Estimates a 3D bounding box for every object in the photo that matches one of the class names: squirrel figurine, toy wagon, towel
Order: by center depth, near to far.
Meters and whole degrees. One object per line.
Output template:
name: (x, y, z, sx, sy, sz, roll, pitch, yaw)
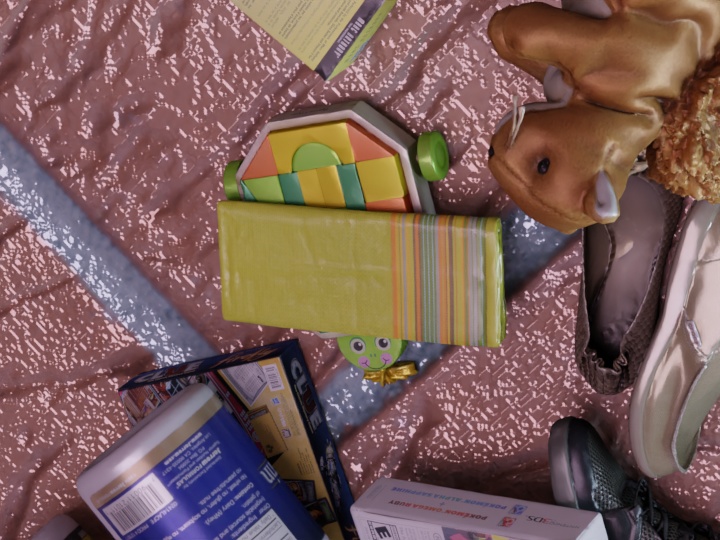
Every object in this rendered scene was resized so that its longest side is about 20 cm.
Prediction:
squirrel figurine: (0.169, -0.105, 1.443, 0.199, 0.141, 0.187, 19, 80, -14)
towel: (0.000, 0.000, 1.599, 0.199, 0.018, 0.086, 5, 106, 21)
toy wagon: (-0.005, -0.012, 1.625, 0.155, 0.040, 0.201, -7, 107, 24)

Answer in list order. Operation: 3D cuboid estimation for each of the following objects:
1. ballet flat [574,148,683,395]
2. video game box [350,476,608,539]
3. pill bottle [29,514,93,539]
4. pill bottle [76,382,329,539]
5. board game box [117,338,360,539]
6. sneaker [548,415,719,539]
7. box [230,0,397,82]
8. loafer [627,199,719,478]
ballet flat: (0.166, -0.011, 1.554, 0.067, 0.046, 0.201, 12, 113, 16)
video game box: (0.099, 0.239, 1.629, 0.182, 0.047, 0.201, 8, 126, 40)
pill bottle: (-0.187, 0.284, 1.769, 0.200, 0.112, 0.112, 46, 119, 0)
pill bottle: (-0.091, 0.186, 1.652, 0.116, 0.116, 0.200, -36, 94, 29)
board game box: (-0.077, 0.157, 1.721, 0.135, 0.035, 0.201, -12, 105, 25)
sneaker: (0.199, 0.174, 1.598, 0.114, 0.076, 0.200, -19, 105, 25)
box: (-0.070, -0.216, 1.568, 0.200, 0.050, 0.075, 39, 119, 3)
loafer: (0.221, 0.047, 1.538, 0.068, 0.076, 0.201, 19, 115, 20)
